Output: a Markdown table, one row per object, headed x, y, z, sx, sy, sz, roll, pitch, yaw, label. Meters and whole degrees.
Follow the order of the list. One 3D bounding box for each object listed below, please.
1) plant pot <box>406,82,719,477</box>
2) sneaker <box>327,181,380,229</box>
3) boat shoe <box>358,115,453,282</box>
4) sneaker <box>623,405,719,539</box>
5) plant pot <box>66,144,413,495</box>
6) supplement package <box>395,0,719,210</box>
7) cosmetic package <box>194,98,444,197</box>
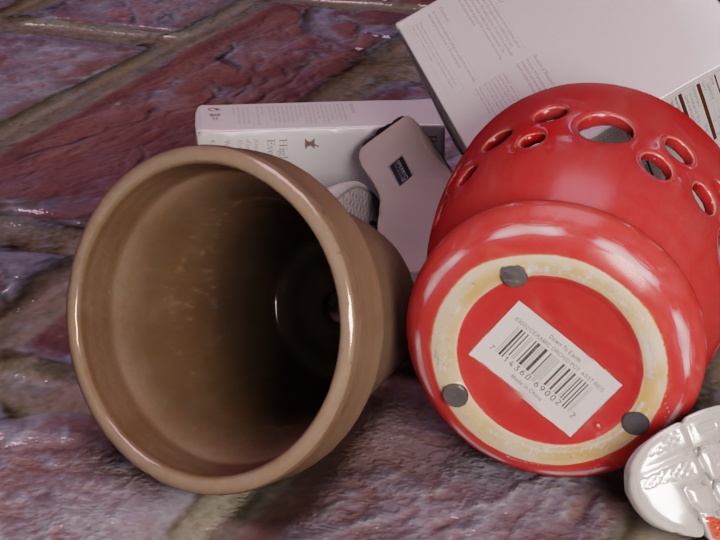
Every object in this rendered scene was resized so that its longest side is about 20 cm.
| x | y | z | sx | sy | sz | roll | pitch | yaw | label |
| --- | --- | --- | --- | --- | --- | --- | --- | --- | --- |
| 0.132 | 0.009 | 1.061 | 0.198 | 0.203 | 0.183 | 6 | 27 | 13 | plant pot |
| -0.058 | -0.015 | 1.283 | 0.117 | 0.075 | 0.200 | -15 | -4 | 28 | sneaker |
| 0.059 | -0.033 | 1.274 | 0.074 | 0.093 | 0.201 | -34 | 31 | 14 | boat shoe |
| 0.229 | 0.110 | 1.015 | 0.198 | 0.078 | 0.082 | -10 | -3 | -25 | sneaker |
| -0.053 | 0.027 | 1.067 | 0.198 | 0.203 | 0.174 | 12 | 7 | 26 | plant pot |
| 0.165 | -0.125 | 1.258 | 0.199 | 0.147 | 0.192 | -29 | 50 | 4 | supplement package |
| -0.032 | -0.079 | 1.401 | 0.197 | 0.103 | 0.074 | -3 | 23 | -4 | cosmetic package |
